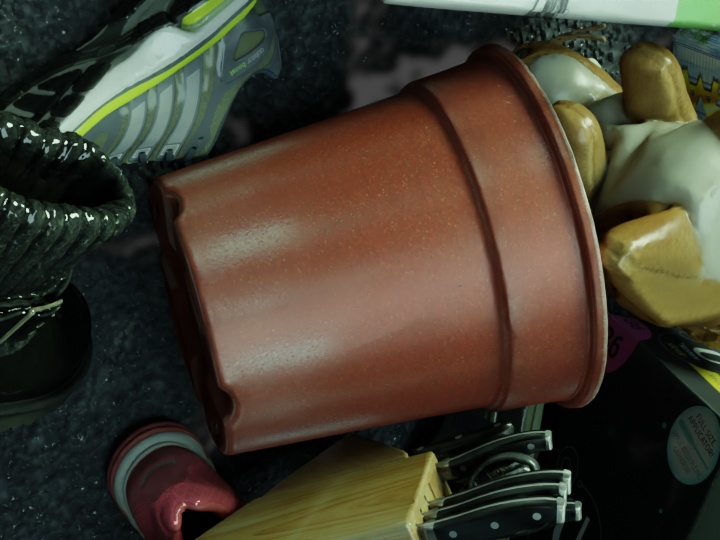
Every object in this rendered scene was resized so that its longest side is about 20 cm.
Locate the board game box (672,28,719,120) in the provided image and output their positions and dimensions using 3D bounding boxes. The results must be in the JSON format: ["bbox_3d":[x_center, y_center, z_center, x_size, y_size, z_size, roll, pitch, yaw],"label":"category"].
[{"bbox_3d":[0.248,-0.178,0.997,0.200,0.062,0.200,-47,122,-4],"label":"board game box"}]

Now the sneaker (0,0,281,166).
[{"bbox_3d":[-0.118,-0.077,0.850,0.200,0.074,0.081,-39,125,-6],"label":"sneaker"}]

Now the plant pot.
[{"bbox_3d":[0.000,0.000,0.878,0.194,0.201,0.202,-14,115,-12],"label":"plant pot"}]

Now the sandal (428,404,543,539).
[{"bbox_3d":[0.082,0.107,1.018,0.057,0.080,0.202,1,113,-53],"label":"sandal"}]

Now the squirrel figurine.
[{"bbox_3d":[0.156,-0.045,0.932,0.142,0.186,0.200,-50,135,-6],"label":"squirrel figurine"}]

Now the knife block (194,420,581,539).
[{"bbox_3d":[0.012,0.148,0.850,0.199,0.175,0.064,-32,110,-23],"label":"knife block"}]

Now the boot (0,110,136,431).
[{"bbox_3d":[-0.158,0.000,0.779,0.079,0.211,0.158,41,110,8],"label":"boot"}]

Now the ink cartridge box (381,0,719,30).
[{"bbox_3d":[0.085,-0.182,0.852,0.199,0.146,0.085,2,109,-20],"label":"ink cartridge box"}]

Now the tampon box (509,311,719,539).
[{"bbox_3d":[0.187,0.153,0.971,0.126,0.150,0.201,12,108,-27],"label":"tampon box"}]

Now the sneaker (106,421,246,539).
[{"bbox_3d":[-0.075,0.180,0.959,0.074,0.087,0.200,-38,121,-7],"label":"sneaker"}]

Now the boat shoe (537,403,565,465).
[{"bbox_3d":[0.175,0.138,1.084,0.201,0.063,0.074,35,89,-34],"label":"boat shoe"}]
